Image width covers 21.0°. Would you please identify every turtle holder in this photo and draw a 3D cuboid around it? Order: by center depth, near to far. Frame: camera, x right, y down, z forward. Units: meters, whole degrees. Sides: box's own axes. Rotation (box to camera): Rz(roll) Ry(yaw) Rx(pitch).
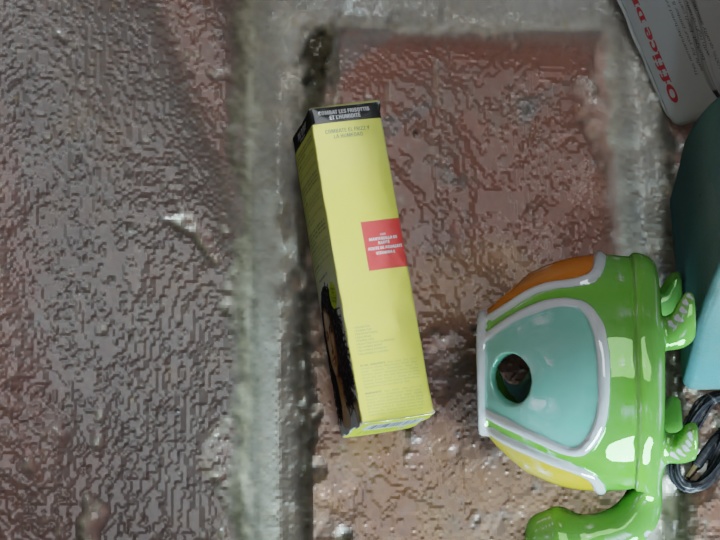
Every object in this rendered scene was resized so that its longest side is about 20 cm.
[{"bbox_3d":[0.138,0.081,1.209,0.131,0.141,0.186,-1,118,4],"label":"turtle holder"}]

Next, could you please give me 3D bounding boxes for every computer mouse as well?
[{"bbox_3d":[0.270,0.068,1.282,0.200,0.034,0.059,-43,105,-11],"label":"computer mouse"}]

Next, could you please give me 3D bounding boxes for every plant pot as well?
[{"bbox_3d":[0.268,-0.029,1.183,0.141,0.200,0.142,-2,67,5],"label":"plant pot"}]

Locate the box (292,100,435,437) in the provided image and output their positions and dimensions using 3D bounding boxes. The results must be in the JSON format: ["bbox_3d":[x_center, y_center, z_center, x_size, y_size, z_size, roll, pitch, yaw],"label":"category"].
[{"bbox_3d":[0.000,0.000,1.218,0.050,0.075,0.201,-7,79,-12],"label":"box"}]

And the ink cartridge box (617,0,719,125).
[{"bbox_3d":[0.248,-0.184,1.231,0.083,0.200,0.146,-24,94,-18],"label":"ink cartridge box"}]
